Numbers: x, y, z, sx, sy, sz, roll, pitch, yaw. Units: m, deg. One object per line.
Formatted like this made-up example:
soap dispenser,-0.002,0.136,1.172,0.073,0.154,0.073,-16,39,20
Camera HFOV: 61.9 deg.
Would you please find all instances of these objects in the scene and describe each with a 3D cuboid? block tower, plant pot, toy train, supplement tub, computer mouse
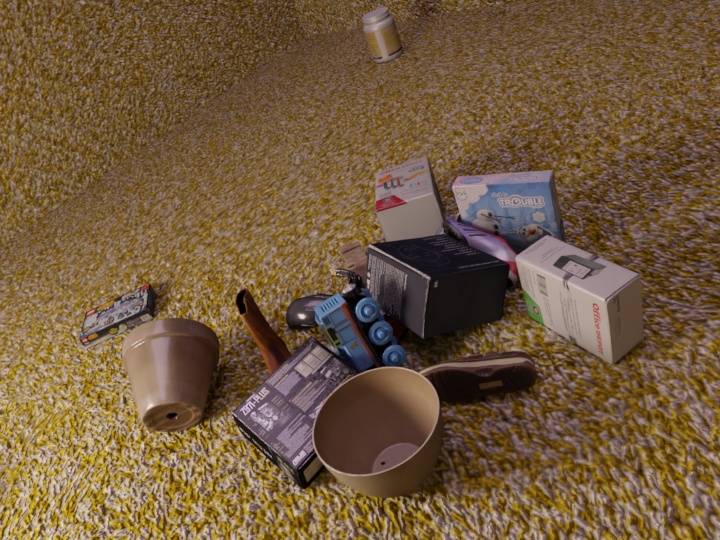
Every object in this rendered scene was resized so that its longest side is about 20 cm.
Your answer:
block tower,0.000,0.000,1.405,0.054,0.058,0.200,-24,34,0
plant pot,0.041,0.269,0.928,0.199,0.135,0.201,-16,34,11
toy train,0.001,0.123,1.103,0.114,0.201,0.087,-30,18,-4
supplement tub,0.097,-1.057,2.699,0.145,0.201,0.146,-16,34,11
computer mouse,-0.087,0.060,1.324,0.199,0.046,0.141,-2,71,31
plant pot,-0.385,0.225,1.230,0.199,0.200,0.174,-21,50,4

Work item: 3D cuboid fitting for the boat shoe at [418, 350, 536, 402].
boat shoe,0.198,0.177,1.033,0.201,0.075,0.075,-6,23,15

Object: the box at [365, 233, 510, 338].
box,0.143,0.022,1.160,0.199,0.125,0.196,-9,22,-31

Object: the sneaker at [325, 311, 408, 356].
sneaker,0.007,0.126,1.202,0.199,0.080,0.095,-33,32,-15

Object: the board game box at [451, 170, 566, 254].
board game box,0.308,-0.105,1.231,0.199,0.200,0.043,1,40,34

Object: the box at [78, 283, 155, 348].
box,-0.668,0.123,1.656,0.199,0.040,0.137,-25,32,-2

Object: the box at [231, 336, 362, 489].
box,-0.092,0.243,1.047,0.163,0.086,0.200,31,59,27

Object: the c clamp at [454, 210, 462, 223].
c clamp,0.309,-0.126,1.330,0.199,0.171,0.027,-31,48,9

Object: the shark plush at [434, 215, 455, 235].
shark plush,0.146,-0.038,1.342,0.199,0.084,0.091,-31,34,-12

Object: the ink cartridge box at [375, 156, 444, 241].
ink cartridge box,0.123,-0.158,1.470,0.144,0.145,0.200,-16,33,12

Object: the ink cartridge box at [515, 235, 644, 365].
ink cartridge box,0.374,0.047,1.028,0.084,0.147,0.200,-32,35,-16

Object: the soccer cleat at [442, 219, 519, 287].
soccer cleat,0.258,-0.051,1.245,0.073,0.068,0.200,-45,67,-9

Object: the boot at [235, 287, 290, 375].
boot,-0.175,0.150,1.167,0.068,0.201,0.189,-21,33,2
